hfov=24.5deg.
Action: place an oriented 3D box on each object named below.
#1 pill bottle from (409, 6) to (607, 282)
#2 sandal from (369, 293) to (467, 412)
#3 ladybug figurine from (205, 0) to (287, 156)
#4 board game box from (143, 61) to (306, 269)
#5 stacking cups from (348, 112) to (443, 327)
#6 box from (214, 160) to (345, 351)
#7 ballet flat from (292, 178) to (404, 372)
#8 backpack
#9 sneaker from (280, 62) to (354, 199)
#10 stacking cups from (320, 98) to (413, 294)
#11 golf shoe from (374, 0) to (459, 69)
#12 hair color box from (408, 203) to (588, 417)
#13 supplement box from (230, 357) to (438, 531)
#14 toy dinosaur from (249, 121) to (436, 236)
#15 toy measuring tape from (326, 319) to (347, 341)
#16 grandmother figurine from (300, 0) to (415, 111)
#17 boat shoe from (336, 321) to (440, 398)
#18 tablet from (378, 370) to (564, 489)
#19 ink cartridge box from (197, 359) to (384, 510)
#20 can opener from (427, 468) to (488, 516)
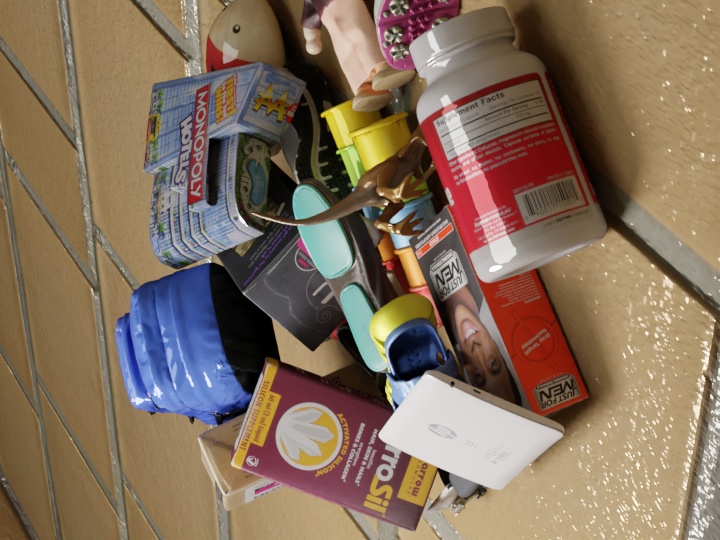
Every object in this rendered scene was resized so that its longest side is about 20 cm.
[{"bbox_3d":[0.112,-0.101,1.321,0.201,0.112,0.112,70,157,6],"label":"pill bottle"},{"bbox_3d":[0.063,0.111,1.530,0.087,0.079,0.200,64,-178,39],"label":"sandal"},{"bbox_3d":[-0.126,-0.207,1.817,0.136,0.071,0.201,-123,25,-48],"label":"ladybug figurine"},{"bbox_3d":[-0.143,-0.125,1.697,0.199,0.061,0.202,-22,58,45],"label":"board game box"},{"bbox_3d":[0.051,-0.046,1.561,0.060,0.060,0.201,-13,99,67],"label":"stacking cups"},{"bbox_3d":[-0.085,-0.029,1.747,0.122,0.106,0.200,41,-174,-38],"label":"box"},{"bbox_3d":[0.000,0.000,1.586,0.201,0.073,0.073,65,157,0],"label":"ballet flat"},{"bbox_3d":[-0.176,0.088,1.775,0.200,0.167,0.164,46,-155,-77],"label":"backpack"},{"bbox_3d":[-0.042,-0.119,1.709,0.080,0.073,0.201,93,164,-53],"label":"sneaker"},{"bbox_3d":[0.026,-0.072,1.619,0.201,0.060,0.060,67,157,0],"label":"stacking cups"},{"bbox_3d":[0.042,-0.271,1.424,0.092,0.075,0.201,-112,20,-50],"label":"golf shoe"},{"bbox_3d":[0.120,0.040,1.474,0.201,0.061,0.102,67,156,9],"label":"hair color box"},{"bbox_3d":[-0.021,0.174,1.674,0.086,0.199,0.111,-160,90,-86],"label":"supplement box"},{"bbox_3d":[0.012,-0.070,1.494,0.106,0.199,0.061,45,169,52],"label":"toy dinosaur"},{"bbox_3d":[-0.036,0.050,1.825,0.074,0.073,0.200,67,156,10],"label":"toy measuring tape"},{"bbox_3d":[-0.019,-0.251,1.584,0.121,0.060,0.201,-37,68,38],"label":"grandmother figurine"},{"bbox_3d":[0.043,0.105,1.690,0.200,0.064,0.072,45,143,45],"label":"boat shoe"},{"bbox_3d":[0.094,0.146,1.474,0.129,0.014,0.200,23,155,-3],"label":"tablet"},{"bbox_3d":[-0.072,0.181,1.802,0.076,0.199,0.165,63,171,12],"label":"ink cartridge box"},{"bbox_3d":[0.108,0.190,1.626,0.067,0.052,0.200,63,156,16],"label":"can opener"}]
